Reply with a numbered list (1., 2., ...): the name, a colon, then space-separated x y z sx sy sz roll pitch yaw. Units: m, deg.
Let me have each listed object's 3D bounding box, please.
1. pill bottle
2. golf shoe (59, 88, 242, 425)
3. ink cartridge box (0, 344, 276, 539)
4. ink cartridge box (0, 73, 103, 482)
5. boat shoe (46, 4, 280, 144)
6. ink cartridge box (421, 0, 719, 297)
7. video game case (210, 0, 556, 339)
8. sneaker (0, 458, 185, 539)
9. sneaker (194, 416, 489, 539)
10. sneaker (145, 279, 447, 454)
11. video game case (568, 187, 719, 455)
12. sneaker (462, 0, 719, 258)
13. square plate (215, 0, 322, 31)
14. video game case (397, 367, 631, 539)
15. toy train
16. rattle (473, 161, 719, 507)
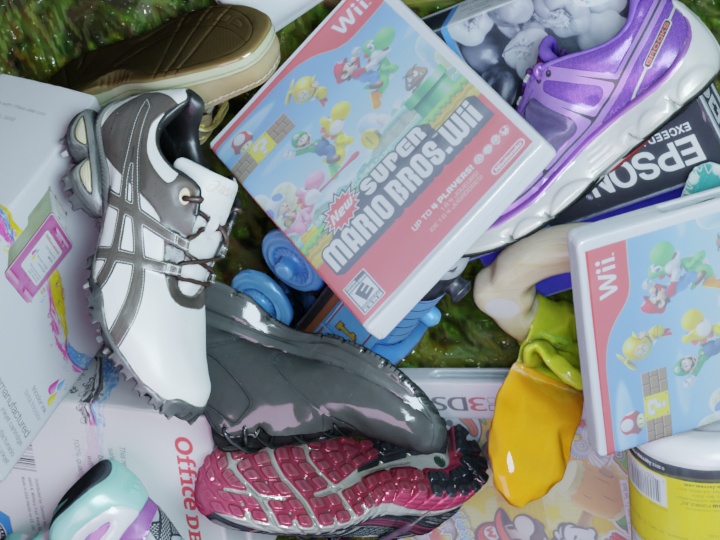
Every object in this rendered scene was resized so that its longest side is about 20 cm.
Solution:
1. pill bottle: 0.221 0.164 1.613 0.111 0.112 0.201 5 121 20
2. golf shoe: -0.110 -0.014 1.524 0.094 0.078 0.201 -24 73 24
3. ink cartridge box: -0.151 0.107 1.714 0.199 0.145 0.148 7 123 20
4. ink cartridge box: -0.218 0.002 1.601 0.084 0.200 0.145 12 143 30
5. boat shoe: -0.114 -0.110 1.613 0.199 0.074 0.066 -9 127 45
6. ink cartridge box: 0.120 -0.076 1.556 0.197 0.043 0.200 -19 111 30
7. video game case: 0.008 -0.069 1.499 0.143 0.200 0.017 -47 135 5
8. sneaker: -0.171 0.219 1.655 0.140 0.078 0.200 45 128 -10
9. sneaker: -0.014 0.143 1.637 0.075 0.199 0.081 -55 45 40
10. sneaker: -0.042 0.075 1.564 0.199 0.091 0.076 22 168 24
11. video game case: 0.219 0.016 1.504 0.199 0.017 0.144 -16 120 -12
12. sneaker: 0.112 -0.083 1.488 0.200 0.081 0.084 -42 86 17
13. square plate: -0.055 -0.249 1.534 0.200 0.028 0.198 -28 106 33
14. video game case: 0.105 0.153 1.710 0.181 0.023 0.201 -1 119 23
15. toy train: 0.000 0.000 1.601 0.114 0.087 0.200 41 145 1
16. rattle: 0.158 0.036 1.533 0.199 0.143 0.130 -15 125 35
